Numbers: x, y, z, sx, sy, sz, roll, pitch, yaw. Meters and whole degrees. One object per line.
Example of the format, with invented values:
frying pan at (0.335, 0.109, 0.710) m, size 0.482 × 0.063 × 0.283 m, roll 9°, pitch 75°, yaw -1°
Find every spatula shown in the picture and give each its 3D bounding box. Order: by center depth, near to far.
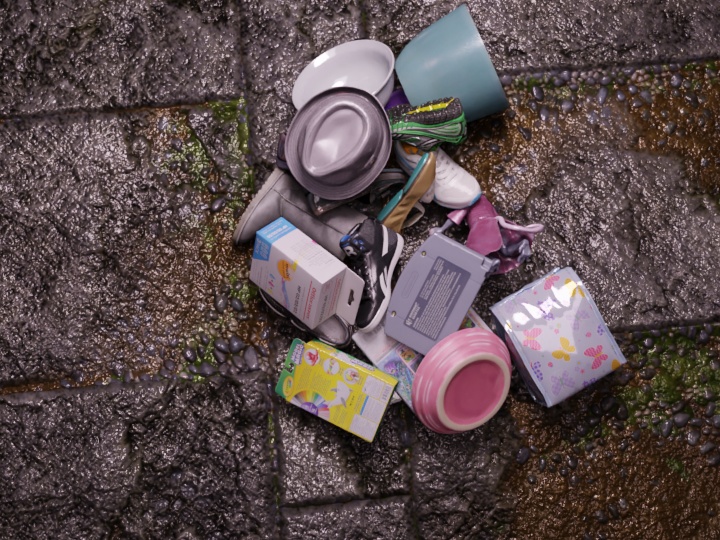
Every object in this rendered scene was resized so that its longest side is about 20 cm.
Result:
spatula at (0.010, -0.271, 1.686) m, size 0.199 × 0.021 × 0.057 m, roll -33°, pitch 79°, yaw -2°

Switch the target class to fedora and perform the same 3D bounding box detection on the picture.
fedora at (-0.042, -0.214, 1.507) m, size 0.200 × 0.090 × 0.177 m, roll -42°, pitch 91°, yaw 12°

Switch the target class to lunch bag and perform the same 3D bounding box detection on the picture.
lunch bag at (0.344, 0.113, 1.592) m, size 0.169 × 0.127 × 0.201 m, roll -30°, pitch 93°, yaw -4°

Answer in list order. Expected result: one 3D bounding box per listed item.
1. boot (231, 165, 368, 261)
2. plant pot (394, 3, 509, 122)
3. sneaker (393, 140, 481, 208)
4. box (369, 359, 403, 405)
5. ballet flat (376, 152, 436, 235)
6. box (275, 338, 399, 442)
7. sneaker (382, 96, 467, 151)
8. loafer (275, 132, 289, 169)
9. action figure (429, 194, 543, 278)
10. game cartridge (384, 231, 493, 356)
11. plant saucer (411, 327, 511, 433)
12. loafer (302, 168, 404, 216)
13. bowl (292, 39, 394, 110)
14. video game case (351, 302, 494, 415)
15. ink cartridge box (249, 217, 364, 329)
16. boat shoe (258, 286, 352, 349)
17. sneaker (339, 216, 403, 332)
boot at (-0.111, -0.076, 1.637) m, size 0.199 × 0.073 × 0.183 m, roll 35°, pitch 81°, yaw -3°
plant pot at (0.156, -0.352, 1.622) m, size 0.160 × 0.200 × 0.202 m, roll -24°, pitch 83°, yaw 10°
sneaker at (0.133, -0.185, 1.619) m, size 0.200 × 0.081 × 0.077 m, roll 39°, pitch 78°, yaw 25°
box at (0.116, 0.147, 1.620) m, size 0.198 × 0.040 × 0.138 m, roll -19°, pitch 82°, yaw -4°
ballet flat at (0.097, -0.133, 1.601) m, size 0.063 × 0.200 × 0.069 m, roll 30°, pitch 48°, yaw -9°
box at (-0.044, 0.204, 1.575) m, size 0.199 × 0.048 × 0.118 m, roll 24°, pitch 103°, yaw 9°
sneaker at (0.093, -0.240, 1.566) m, size 0.198 × 0.086 × 0.078 m, roll -1°, pitch 38°, yaw 34°
loafer at (-0.055, -0.215, 1.639) m, size 0.198 × 0.072 × 0.064 m, roll 1°, pitch 116°, yaw -7°
action figure at (0.215, -0.084, 1.598) m, size 0.133 × 0.150 × 0.201 m, roll 2°, pitch 44°, yaw -23°
game cartridge at (0.126, 0.042, 1.541) m, size 0.132 × 0.042 × 0.201 m, roll 29°, pitch 104°, yaw 9°
plant saucer at (0.184, 0.200, 1.552) m, size 0.199 × 0.051 × 0.202 m, roll -11°, pitch 116°, yaw -23°
loafer at (-0.007, -0.138, 1.627) m, size 0.198 × 0.072 × 0.063 m, roll -11°, pitch 77°, yaw -23°
bowl at (-0.018, -0.321, 1.640) m, size 0.199 × 0.091 × 0.202 m, roll -14°, pitch 48°, yaw 16°
video game case at (0.116, 0.123, 1.592) m, size 0.200 × 0.024 × 0.182 m, roll -40°, pitch 85°, yaw -7°
ink cartridge box at (-0.095, 0.016, 1.542) m, size 0.199 × 0.116 × 0.068 m, roll 36°, pitch 47°, yaw 22°
boat shoe at (-0.100, 0.071, 1.613) m, size 0.200 × 0.060 × 0.074 m, roll 39°, pitch 85°, yaw 4°
sneaker at (0.000, 0.000, 1.577) m, size 0.111 × 0.073 × 0.202 m, roll 32°, pitch 58°, yaw -28°
